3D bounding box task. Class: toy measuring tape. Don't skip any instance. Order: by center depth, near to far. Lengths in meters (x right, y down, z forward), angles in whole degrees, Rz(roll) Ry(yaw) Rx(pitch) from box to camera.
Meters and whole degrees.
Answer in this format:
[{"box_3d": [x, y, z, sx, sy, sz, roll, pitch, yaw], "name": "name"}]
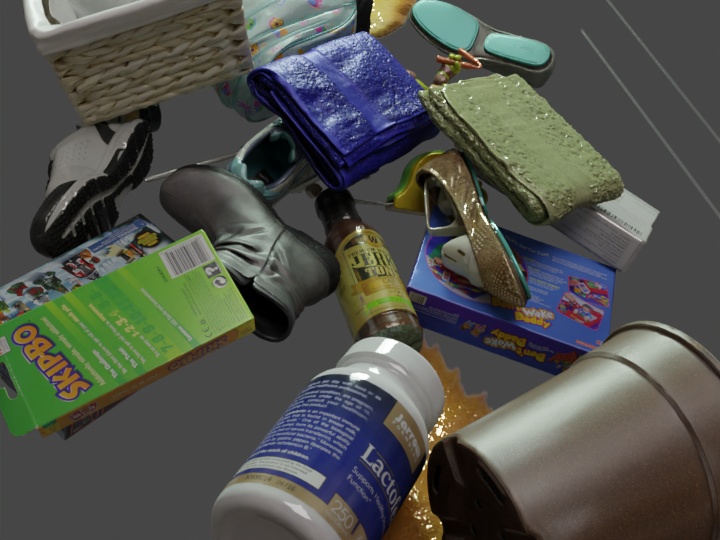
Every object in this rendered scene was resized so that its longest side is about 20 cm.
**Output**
[{"box_3d": [0.043, -0.096, 1.100, 0.198, 0.074, 0.074, 7, 43, -16], "name": "toy measuring tape"}]

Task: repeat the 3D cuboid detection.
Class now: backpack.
[{"box_3d": [-0.086, -0.256, 1.170, 0.199, 0.168, 0.127, -28, 61, -30], "name": "backpack"}]

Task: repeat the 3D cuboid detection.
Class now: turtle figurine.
[{"box_3d": [0.087, -0.204, 1.232, 0.160, 0.064, 0.202, 17, 48, -30], "name": "turtle figurine"}]

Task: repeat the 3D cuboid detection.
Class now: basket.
[{"box_3d": [-0.212, -0.247, 1.021, 0.198, 0.124, 0.136, -18, 52, -6], "name": "basket"}]

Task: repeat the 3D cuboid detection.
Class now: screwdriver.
[{"box_3d": [-0.136, -0.118, 1.096, 0.199, 0.028, 0.029, -24, 28, -39], "name": "screwdriver"}]

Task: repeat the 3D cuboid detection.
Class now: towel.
[{"box_3d": [0.162, -0.128, 1.058, 0.148, 0.037, 0.200, -19, 57, -40], "name": "towel"}, {"box_3d": [-0.006, -0.172, 1.066, 0.148, 0.050, 0.200, 51, 40, 4], "name": "towel"}]

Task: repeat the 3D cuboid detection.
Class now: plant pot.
[{"box_3d": [0.169, 0.164, 0.801, 0.197, 0.201, 0.201, -18, 52, -23], "name": "plant pot"}]

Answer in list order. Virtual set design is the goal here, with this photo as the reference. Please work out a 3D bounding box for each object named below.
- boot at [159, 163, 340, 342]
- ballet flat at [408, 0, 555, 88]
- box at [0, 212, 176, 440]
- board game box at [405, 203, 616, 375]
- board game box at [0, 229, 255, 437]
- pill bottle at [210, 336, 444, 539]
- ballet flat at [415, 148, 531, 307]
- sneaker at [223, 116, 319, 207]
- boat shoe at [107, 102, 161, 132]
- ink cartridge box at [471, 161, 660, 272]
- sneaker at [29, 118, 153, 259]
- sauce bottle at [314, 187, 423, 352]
[{"box_3d": [-0.119, -0.023, 0.929, 0.199, 0.070, 0.132, 29, 26, 13], "name": "boot"}, {"box_3d": [0.151, -0.283, 1.344, 0.198, 0.064, 0.068, 23, 68, 9], "name": "ballet flat"}, {"box_3d": [-0.218, 0.040, 0.899, 0.137, 0.040, 0.200, 37, 46, 18], "name": "box"}, {"box_3d": [0.148, 0.022, 1.036, 0.198, 0.045, 0.135, 20, 42, 2], "name": "board game box"}, {"box_3d": [-0.191, 0.050, 0.819, 0.199, 0.030, 0.096, -25, 63, -17], "name": "board game box"}, {"box_3d": [-0.016, 0.147, 0.800, 0.115, 0.116, 0.200, 28, 44, 11], "name": "pill bottle"}, {"box_3d": [0.101, -0.034, 1.009, 0.065, 0.071, 0.201, -19, 48, -1], "name": "ballet flat"}, {"box_3d": [-0.073, -0.117, 1.061, 0.077, 0.086, 0.200, 40, 51, -3], "name": "sneaker"}, {"box_3d": [-0.255, -0.218, 1.133, 0.062, 0.075, 0.201, 0, 50, -26], "name": "boat shoe"}, {"box_3d": [0.225, -0.086, 1.146, 0.199, 0.045, 0.176, 35, 22, 11], "name": "ink cartridge box"}, {"box_3d": [-0.267, -0.078, 0.995, 0.079, 0.074, 0.201, 8, 37, 10], "name": "sneaker"}, {"box_3d": [0.000, 0.000, 0.996, 0.064, 0.065, 0.201, -5, 47, -23], "name": "sauce bottle"}]
